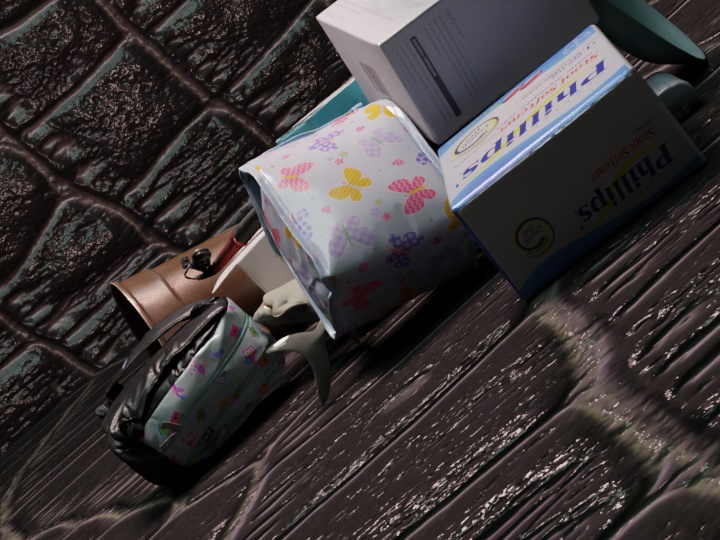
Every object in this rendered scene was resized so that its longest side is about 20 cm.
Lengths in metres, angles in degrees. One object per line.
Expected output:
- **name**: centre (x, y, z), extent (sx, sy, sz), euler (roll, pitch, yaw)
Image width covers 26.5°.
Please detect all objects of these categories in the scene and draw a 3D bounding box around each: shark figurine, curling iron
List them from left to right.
- **curling iron**: centre (-0.140, -0.034, 1.672), extent (0.049, 0.026, 0.200), euler (-6, -19, -37)
- **shark figurine**: centre (-0.030, 0.053, 1.525), extent (0.128, 0.090, 0.214), euler (-38, 18, -1)

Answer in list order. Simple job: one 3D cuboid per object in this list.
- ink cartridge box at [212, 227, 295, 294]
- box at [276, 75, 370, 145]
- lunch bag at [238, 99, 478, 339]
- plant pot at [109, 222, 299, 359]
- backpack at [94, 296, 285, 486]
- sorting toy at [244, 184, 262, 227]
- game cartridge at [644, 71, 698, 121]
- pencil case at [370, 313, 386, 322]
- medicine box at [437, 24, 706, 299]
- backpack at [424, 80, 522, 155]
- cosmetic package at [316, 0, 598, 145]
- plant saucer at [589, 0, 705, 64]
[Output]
- **ink cartridge box**: centre (-0.071, -0.036, 1.671), extent (0.200, 0.067, 0.117), euler (-46, 6, 6)
- **box**: centre (0.002, -0.187, 1.666), extent (0.200, 0.049, 0.082), euler (-43, 9, -33)
- **lunch bag**: centre (-0.003, -0.061, 1.469), extent (0.169, 0.200, 0.127), euler (-27, -33, -13)
- **plant pot**: centre (-0.180, 0.048, 1.931), extent (0.198, 0.201, 0.200), euler (-33, 6, -15)
- **backpack**: centre (-0.178, 0.125, 1.634), extent (0.200, 0.126, 0.167), euler (-50, 22, -5)
- **sorting toy**: centre (-0.051, -0.066, 1.950), extent (0.069, 0.200, 0.200), euler (-21, -2, -29)
- **game cartridge**: centre (0.225, -0.115, 1.450), extent (0.200, 0.042, 0.133), euler (-39, 12, 8)
- **pencil case**: centre (0.000, 0.000, 1.684), extent (0.087, 0.088, 0.200), euler (-39, 7, 7)
- **medicine box**: centre (0.169, -0.096, 1.282), extent (0.182, 0.103, 0.200), euler (-39, 14, 11)
- **backpack**: centre (0.164, -0.176, 1.611), extent (0.183, 0.147, 0.200), euler (-5, 39, 54)
- **cosmetic package**: centre (0.091, -0.249, 1.506), extent (0.200, 0.123, 0.199), euler (-37, 25, -6)
- **plant saucer**: centre (0.258, -0.259, 1.547), extent (0.039, 0.200, 0.201), euler (-55, 2, 20)
